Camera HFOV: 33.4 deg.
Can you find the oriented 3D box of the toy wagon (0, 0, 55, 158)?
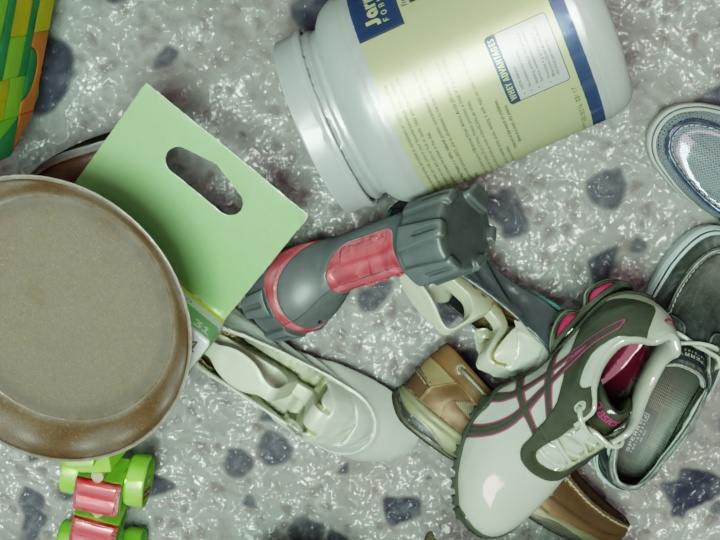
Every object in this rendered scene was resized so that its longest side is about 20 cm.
[{"bbox_3d":[-0.249,-0.123,0.792,0.039,0.155,0.201,15,105,2],"label":"toy wagon"}]

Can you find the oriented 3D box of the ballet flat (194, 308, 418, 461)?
[{"bbox_3d":[-0.049,0.091,0.878,0.199,0.069,0.070,31,104,-3],"label":"ballet flat"}]

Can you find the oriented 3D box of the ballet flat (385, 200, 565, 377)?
[{"bbox_3d":[0.088,0.031,0.847,0.200,0.073,0.073,42,104,-2],"label":"ballet flat"}]

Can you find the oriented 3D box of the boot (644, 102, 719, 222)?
[{"bbox_3d":[0.284,-0.045,0.802,0.199,0.090,0.073,31,104,-3],"label":"boot"}]

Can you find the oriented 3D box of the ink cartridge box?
[{"bbox_3d":[-0.151,-0.002,0.812,0.145,0.048,0.200,39,113,-5],"label":"ink cartridge box"}]

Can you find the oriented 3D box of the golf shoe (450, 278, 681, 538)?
[{"bbox_3d":[0.130,0.097,0.785,0.077,0.088,0.201,32,96,-17],"label":"golf shoe"}]

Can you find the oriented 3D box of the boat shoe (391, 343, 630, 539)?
[{"bbox_3d":[0.118,0.127,0.867,0.200,0.076,0.074,36,93,-11],"label":"boat shoe"}]

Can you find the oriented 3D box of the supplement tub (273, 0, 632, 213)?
[{"bbox_3d":[0.059,-0.132,0.774,0.199,0.145,0.146,-23,100,10],"label":"supplement tub"}]

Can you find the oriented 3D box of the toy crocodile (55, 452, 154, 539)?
[{"bbox_3d":[-0.197,0.192,0.904,0.067,0.062,0.201,11,122,1],"label":"toy crocodile"}]

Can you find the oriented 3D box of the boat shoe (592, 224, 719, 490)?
[{"bbox_3d":[0.224,0.065,0.833,0.072,0.071,0.201,20,93,0],"label":"boat shoe"}]

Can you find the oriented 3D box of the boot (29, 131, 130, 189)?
[{"bbox_3d":[-0.188,0.012,0.875,0.185,0.064,0.201,-22,100,18],"label":"boot"}]

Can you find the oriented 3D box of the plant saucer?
[{"bbox_3d":[-0.202,0.030,0.791,0.199,0.032,0.202,4,112,9],"label":"plant saucer"}]

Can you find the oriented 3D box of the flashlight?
[{"bbox_3d":[0.000,0.000,0.797,0.199,0.068,0.068,-16,90,49],"label":"flashlight"}]

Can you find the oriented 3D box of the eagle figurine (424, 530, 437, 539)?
[{"bbox_3d":[0.117,0.257,0.834,0.199,0.151,0.152,27,118,-21],"label":"eagle figurine"}]
